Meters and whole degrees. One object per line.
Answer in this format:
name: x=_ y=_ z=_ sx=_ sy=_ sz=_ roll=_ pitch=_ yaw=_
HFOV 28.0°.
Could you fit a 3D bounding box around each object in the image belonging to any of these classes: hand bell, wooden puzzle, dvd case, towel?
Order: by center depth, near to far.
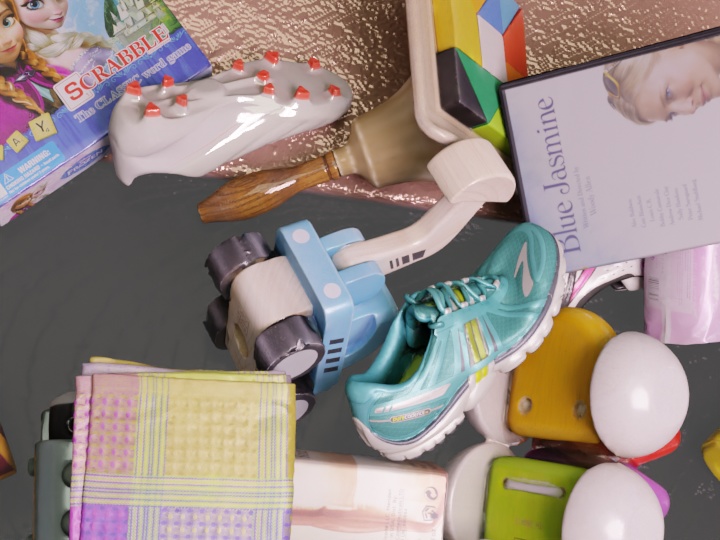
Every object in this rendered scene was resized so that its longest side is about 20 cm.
towel: x=-0.113 y=0.156 z=0.915 sx=0.142 sy=0.023 sz=0.203 roll=3 pitch=78 yaw=-10
dvd case: x=0.200 y=-0.083 z=1.006 sx=0.198 sy=0.017 sz=0.145 roll=-12 pitch=90 yaw=27
wooden puzzle: x=0.086 y=-0.162 z=1.069 sx=0.037 sy=0.184 sz=0.203 roll=-19 pitch=68 yaw=27
hand bell: x=-0.029 y=-0.078 z=1.088 sx=0.198 sy=0.104 sz=0.105 roll=-19 pitch=77 yaw=0

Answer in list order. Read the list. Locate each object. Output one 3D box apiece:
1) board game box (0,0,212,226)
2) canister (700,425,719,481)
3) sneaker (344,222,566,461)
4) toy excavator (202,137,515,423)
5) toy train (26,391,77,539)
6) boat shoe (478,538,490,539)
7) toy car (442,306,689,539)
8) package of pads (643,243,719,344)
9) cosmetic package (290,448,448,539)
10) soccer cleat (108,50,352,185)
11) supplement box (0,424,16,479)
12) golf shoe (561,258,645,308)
board game box: x=-0.249 y=-0.172 z=1.099 sx=0.199 sy=0.041 sz=0.200 roll=-36 pitch=81 yaw=-15
canister: x=0.368 y=0.111 z=1.073 sx=0.200 sy=0.087 sz=0.149 roll=-42 pitch=83 yaw=-14
sneaker: x=0.068 y=0.039 z=0.983 sx=0.200 sy=0.077 sz=0.080 roll=-48 pitch=124 yaw=-19
toy excavator: x=0.000 y=0.000 z=1.011 sx=0.198 sy=0.195 sz=0.100 roll=-20 pitch=61 yaw=-22
toy train: x=-0.187 y=0.180 z=0.970 sx=0.084 sy=0.114 sz=0.203 roll=1 pitch=74 yaw=-7
boat shoe: x=0.096 y=0.276 z=0.968 sx=0.060 sy=0.073 sz=0.203 roll=-3 pitch=96 yaw=-39
toy car: x=0.158 y=0.135 z=1.017 sx=0.149 sy=0.174 sz=0.203 roll=23 pitch=75 yaw=-41
package of pads: x=0.267 y=-0.048 z=1.061 sx=0.119 sy=0.075 sz=0.203 roll=-5 pitch=99 yaw=-33
cosmetic package: x=-0.046 y=0.167 z=0.990 sx=0.197 sy=0.103 sz=0.089 roll=6 pitch=87 yaw=-7
soccer cleat: x=-0.099 y=-0.114 z=1.094 sx=0.198 sy=0.078 sz=0.070 roll=-13 pitch=48 yaw=-29
supplement box: x=-0.329 y=0.053 z=0.945 sx=0.131 sy=0.197 sz=0.202 roll=-21 pitch=78 yaw=-12
golf shoe: x=0.196 y=-0.031 z=1.103 sx=0.200 sy=0.073 sz=0.092 roll=-42 pitch=90 yaw=-9
